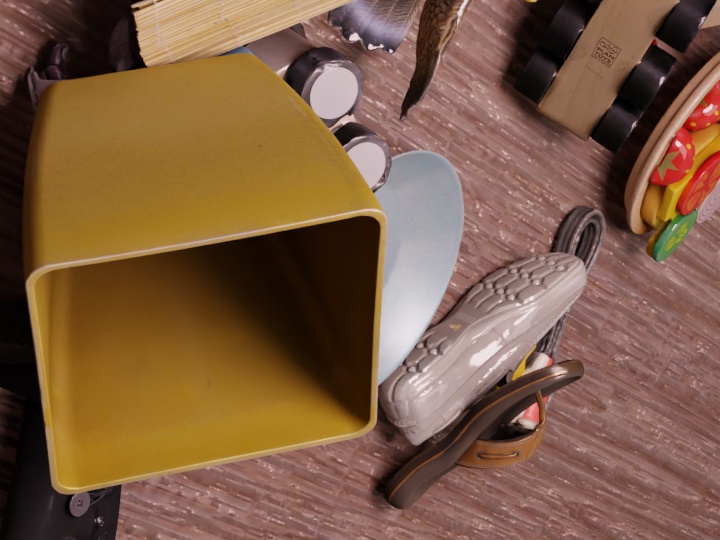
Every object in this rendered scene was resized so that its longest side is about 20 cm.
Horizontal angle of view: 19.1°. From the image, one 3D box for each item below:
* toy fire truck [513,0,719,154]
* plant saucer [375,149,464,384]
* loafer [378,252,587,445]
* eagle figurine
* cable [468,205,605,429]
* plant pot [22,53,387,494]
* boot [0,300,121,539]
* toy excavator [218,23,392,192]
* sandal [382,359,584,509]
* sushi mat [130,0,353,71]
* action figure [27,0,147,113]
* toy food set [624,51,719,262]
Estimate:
[{"bbox_3d":[0.229,-0.203,1.618,0.200,0.128,0.176,-56,176,-43],"label":"toy fire truck"},{"bbox_3d":[0.000,0.000,1.544,0.201,0.039,0.202,-37,142,-36],"label":"plant saucer"},{"bbox_3d":[0.098,0.058,1.664,0.199,0.070,0.070,-35,122,-16],"label":"loafer"},{"bbox_3d":[0.071,-0.208,1.381,0.199,0.151,0.152,-31,105,10],"label":"eagle figurine"},{"bbox_3d":[0.158,0.050,1.733,0.201,0.050,0.097,-56,134,-7],"label":"cable"},{"bbox_3d":[-0.106,-0.013,1.266,0.198,0.177,0.201,-11,139,-12],"label":"plant pot"},{"bbox_3d":[-0.217,0.123,1.390,0.164,0.066,0.201,-3,116,-43],"label":"boot"},{"bbox_3d":[-0.082,-0.045,1.427,0.199,0.100,0.195,-33,130,-12],"label":"toy excavator"},{"bbox_3d":[0.100,0.133,1.644,0.200,0.055,0.082,-40,166,21],"label":"sandal"},{"bbox_3d":[-0.040,-0.169,1.267,0.199,0.012,0.096,-22,164,-7],"label":"sushi mat"},{"bbox_3d":[-0.137,-0.131,1.336,0.130,0.069,0.201,-4,124,-51],"label":"action figure"},{"bbox_3d":[0.286,-0.106,1.742,0.200,0.049,0.198,-43,159,-26],"label":"toy food set"}]
